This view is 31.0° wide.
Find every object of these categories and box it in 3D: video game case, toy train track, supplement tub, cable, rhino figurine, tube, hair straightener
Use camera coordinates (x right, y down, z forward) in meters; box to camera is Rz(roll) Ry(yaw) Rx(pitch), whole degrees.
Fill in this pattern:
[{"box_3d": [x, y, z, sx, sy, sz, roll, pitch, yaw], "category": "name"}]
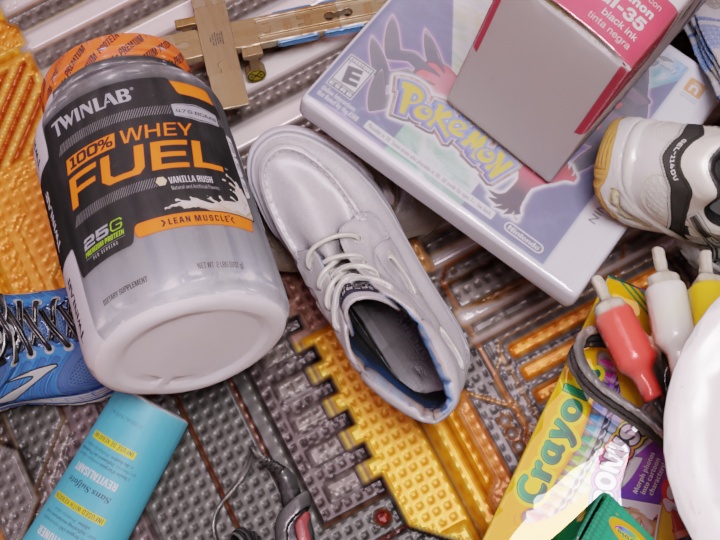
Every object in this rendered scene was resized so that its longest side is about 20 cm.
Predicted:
[{"box_3d": [0.095, -0.105, 0.788, 0.200, 0.023, 0.182, 36, 68, 7], "category": "video game case"}, {"box_3d": [-0.057, -0.161, 0.906, 0.199, 0.033, 0.115, -13, 65, -4], "category": "toy train track"}, {"box_3d": [-0.126, -0.037, 0.782, 0.122, 0.123, 0.200, -21, 63, -1], "category": "supplement tub"}, {"box_3d": [0.176, 0.082, 0.702, 0.097, 0.050, 0.200, -14, 59, -2], "category": "cable"}, {"box_3d": [-0.036, -0.045, 0.849, 0.200, 0.060, 0.088, -16, 82, 4], "category": "rhino figurine"}, {"box_3d": [-0.178, 0.170, 0.808, 0.077, 0.050, 0.200, 25, 81, 26], "category": "tube"}, {"box_3d": [-0.055, 0.205, 0.782, 0.077, 0.041, 0.200, -14, 72, 1], "category": "hair straightener"}]

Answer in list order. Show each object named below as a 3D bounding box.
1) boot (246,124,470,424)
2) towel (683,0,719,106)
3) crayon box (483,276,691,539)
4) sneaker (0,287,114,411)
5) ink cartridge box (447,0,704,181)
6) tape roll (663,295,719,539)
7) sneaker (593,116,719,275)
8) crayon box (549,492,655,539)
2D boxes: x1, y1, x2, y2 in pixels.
[{"box_3d": [0.000, 0.000, 0.776, 0.074, 0.096, 0.200, -38, 97, 9], "category": "boot"}, {"box_3d": [0.276, -0.154, 0.811, 0.146, 0.024, 0.200, -4, 35, 2], "category": "towel"}, {"box_3d": [0.158, 0.119, 0.770, 0.119, 0.058, 0.200, 24, 77, 13], "category": "crayon box"}, {"box_3d": [-0.214, 0.050, 0.823, 0.200, 0.089, 0.079, -21, 72, -3], "category": "sneaker"}, {"box_3d": [0.151, -0.167, 0.729, 0.083, 0.147, 0.200, 40, 69, 6], "category": "ink cartridge box"}, {"box_3d": [0.251, 0.084, 0.630, 0.202, 0.071, 0.203, -5, 75, 17], "category": "tape roll"}, {"box_3d": [0.225, -0.035, 0.755, 0.088, 0.200, 0.076, 8, 87, 49], "category": "sneaker"}, {"box_3d": [0.152, 0.228, 0.671, 0.200, 0.058, 0.119, 45, 120, 5], "category": "crayon box"}]
